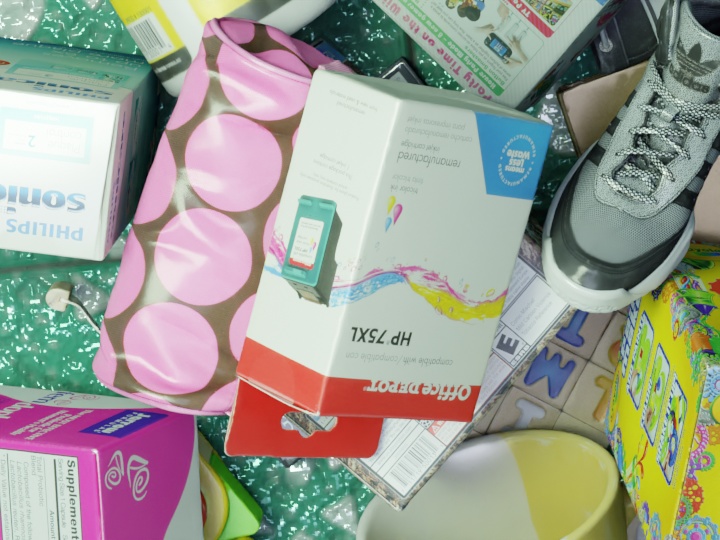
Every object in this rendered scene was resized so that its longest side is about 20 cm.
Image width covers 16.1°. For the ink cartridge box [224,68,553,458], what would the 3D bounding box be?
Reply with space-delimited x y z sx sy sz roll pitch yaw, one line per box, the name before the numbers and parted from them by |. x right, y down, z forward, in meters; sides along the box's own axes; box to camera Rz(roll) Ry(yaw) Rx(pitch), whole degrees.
ink cartridge box | 0.012 0.009 1.273 0.116 0.067 0.201 5 103 -45

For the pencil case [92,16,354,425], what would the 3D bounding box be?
pencil case | -0.064 -0.025 1.297 0.093 0.091 0.201 23 102 33

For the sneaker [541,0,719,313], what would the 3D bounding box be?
sneaker | 0.158 -0.076 1.314 0.075 0.114 0.200 29 61 14

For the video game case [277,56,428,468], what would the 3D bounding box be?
video game case | -0.009 -0.003 1.445 0.200 0.019 0.143 -38 94 10

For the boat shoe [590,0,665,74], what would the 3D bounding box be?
boat shoe | 0.111 -0.202 1.381 0.068 0.072 0.201 -25 107 5

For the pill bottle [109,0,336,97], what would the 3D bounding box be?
pill bottle | -0.105 -0.204 1.363 0.114 0.114 0.200 -30 99 8

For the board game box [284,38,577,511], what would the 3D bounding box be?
board game box | 0.000 0.000 1.387 0.200 0.097 0.160 41 100 -2

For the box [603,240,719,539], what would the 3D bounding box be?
box | 0.248 0.079 1.338 0.199 0.193 0.123 7 109 -7

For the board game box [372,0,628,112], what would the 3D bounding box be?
board game box | 0.091 -0.199 1.319 0.148 0.064 0.200 45 117 6

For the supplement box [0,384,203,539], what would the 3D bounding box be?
supplement box | -0.196 0.125 1.403 0.199 0.101 0.104 5 104 27

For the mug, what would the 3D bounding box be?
mug | 0.106 0.190 1.419 0.186 0.150 0.154 -8 115 22

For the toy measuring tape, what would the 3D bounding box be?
toy measuring tape | -0.131 0.102 1.451 0.073 0.074 0.200 -38 98 9

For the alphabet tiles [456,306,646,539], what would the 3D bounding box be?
alphabet tiles | 0.124 0.066 1.465 0.199 0.008 0.168 27 102 -4

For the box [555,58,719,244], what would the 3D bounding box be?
box | 0.218 -0.034 1.429 0.163 0.021 0.201 -19 98 4

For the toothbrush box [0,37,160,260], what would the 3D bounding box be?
toothbrush box | -0.190 -0.071 1.350 0.146 0.200 0.086 8 102 1
